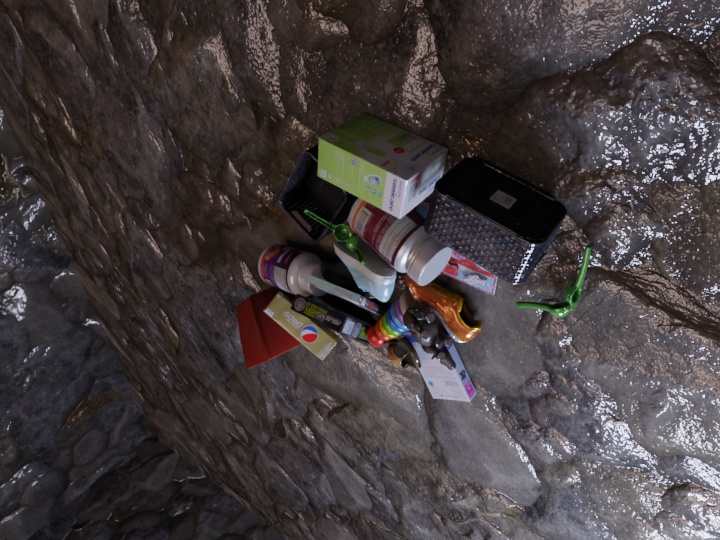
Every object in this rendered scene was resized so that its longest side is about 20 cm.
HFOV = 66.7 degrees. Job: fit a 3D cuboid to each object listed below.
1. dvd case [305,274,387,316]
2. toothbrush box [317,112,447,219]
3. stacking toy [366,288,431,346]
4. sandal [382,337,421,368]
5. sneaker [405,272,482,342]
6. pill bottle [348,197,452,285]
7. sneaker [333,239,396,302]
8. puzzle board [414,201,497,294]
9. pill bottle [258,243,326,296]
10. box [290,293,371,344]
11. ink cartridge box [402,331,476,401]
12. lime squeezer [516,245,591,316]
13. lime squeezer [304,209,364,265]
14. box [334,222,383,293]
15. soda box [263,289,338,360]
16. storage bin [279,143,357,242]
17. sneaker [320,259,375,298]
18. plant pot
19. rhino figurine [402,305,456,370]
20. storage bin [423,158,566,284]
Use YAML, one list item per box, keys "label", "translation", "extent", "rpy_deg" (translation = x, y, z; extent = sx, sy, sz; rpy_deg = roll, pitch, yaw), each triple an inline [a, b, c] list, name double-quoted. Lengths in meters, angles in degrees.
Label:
- label: "dvd case"
  translation: [-0.026, 0.063, 1.290]
  extent: [0.144, 0.022, 0.200]
  rpy_deg: [21, 175, 26]
- label: "toothbrush box"
  translation: [0.038, -0.201, 1.021]
  extent: [0.199, 0.145, 0.087]
  rpy_deg: [31, 138, 23]
- label: "stacking toy"
  translation: [0.076, 0.123, 1.275]
  extent: [0.086, 0.085, 0.200]
  rpy_deg: [48, 135, 2]
- label: "sandal"
  translation: [0.087, 0.200, 1.322]
  extent: [0.083, 0.054, 0.199]
  rpy_deg: [62, 161, -15]
- label: "sneaker"
  translation: [0.179, 0.063, 1.172]
  extent: [0.200, 0.073, 0.077]
  rpy_deg: [42, 124, 0]
- label: "pill bottle"
  translation: [0.079, -0.070, 1.088]
  extent: [0.200, 0.113, 0.115]
  rpy_deg: [43, 142, 24]
- label: "sneaker"
  translation: [0.000, 0.000, 1.152]
  extent: [0.200, 0.073, 0.083]
  rpy_deg: [44, 135, 48]
- label: "puzzle board"
  translation: [0.189, -0.046, 1.102]
  extent: [0.198, 0.017, 0.152]
  rpy_deg: [24, 135, 29]
- label: "pill bottle"
  translation: [-0.162, 0.002, 1.392]
  extent: [0.198, 0.111, 0.113]
  rpy_deg: [16, 131, 43]
- label: "box"
  translation: [-0.057, 0.125, 1.362]
  extent: [0.159, 0.045, 0.200]
  rpy_deg: [21, 175, 30]
- label: "ink cartridge box"
  translation: [0.185, 0.217, 1.297]
  extent: [0.118, 0.042, 0.202]
  rpy_deg: [-9, 116, 49]
- label: "lime squeezer"
  translation: [0.364, 0.038, 0.981]
  extent: [0.201, 0.037, 0.071]
  rpy_deg: [-55, 47, 50]
- label: "lime squeezer"
  translation: [-0.033, -0.070, 1.123]
  extent: [0.200, 0.038, 0.070]
  rpy_deg: [44, -173, 34]
- label: "box"
  translation: [-0.006, -0.012, 1.308]
  extent: [0.121, 0.032, 0.201]
  rpy_deg: [39, 141, 14]
- label: "soda box"
  translation: [-0.151, 0.139, 1.416]
  extent: [0.199, 0.064, 0.068]
  rpy_deg: [41, -174, -4]
- label: "storage bin"
  translation: [-0.080, -0.174, 1.201]
  extent: [0.135, 0.094, 0.200]
  rpy_deg: [46, 142, 4]
- label: "sneaker"
  translation: [-0.012, -0.005, 1.248]
  extent: [0.198, 0.075, 0.092]
  rpy_deg: [17, 113, 36]
- label: "plant pot"
  translation: [-0.237, 0.142, 1.532]
  extent: [0.199, 0.198, 0.178]
  rpy_deg: [-29, 85, 57]
- label: "rhino figurine"
  translation: [0.154, 0.148, 1.165]
  extent: [0.201, 0.060, 0.087]
  rpy_deg: [54, 168, -34]
- label: "storage bin"
  translation: [0.223, -0.088, 0.923]
  extent: [0.199, 0.135, 0.095]
  rpy_deg: [32, 139, 21]
